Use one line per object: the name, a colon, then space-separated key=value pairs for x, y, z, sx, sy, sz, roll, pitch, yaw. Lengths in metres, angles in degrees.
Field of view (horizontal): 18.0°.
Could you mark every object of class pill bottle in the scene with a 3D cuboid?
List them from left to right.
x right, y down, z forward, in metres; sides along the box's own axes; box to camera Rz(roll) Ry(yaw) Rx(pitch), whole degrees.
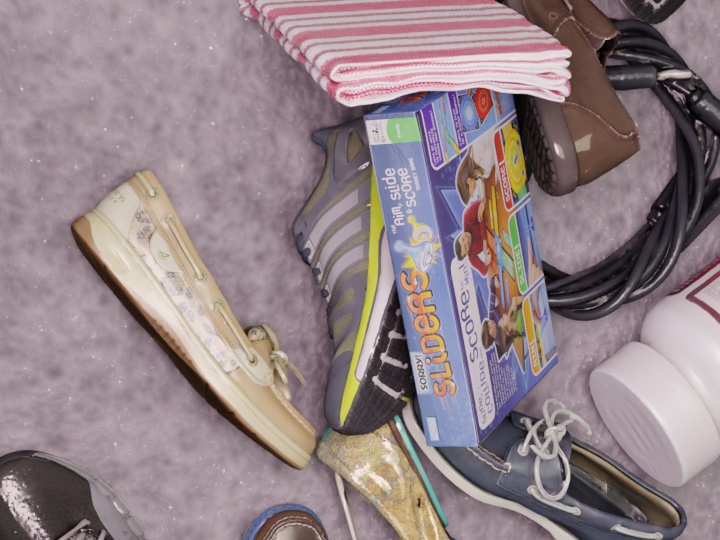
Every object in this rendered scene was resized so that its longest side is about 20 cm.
pill bottle: x=0.248 y=0.043 z=1.437 sx=0.200 sy=0.110 sz=0.110 roll=-36 pitch=101 yaw=-15

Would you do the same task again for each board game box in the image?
board game box: x=0.062 y=-0.015 z=1.330 sx=0.135 sy=0.034 sz=0.201 roll=-37 pitch=120 yaw=-58

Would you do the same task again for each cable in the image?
cable: x=0.146 y=-0.065 z=1.433 sx=0.200 sy=0.051 sz=0.163 roll=-42 pitch=103 yaw=-14

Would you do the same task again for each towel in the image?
towel: x=0.022 y=-0.135 z=1.319 sx=0.146 sy=0.200 sz=0.030 roll=-4 pitch=112 yaw=-18

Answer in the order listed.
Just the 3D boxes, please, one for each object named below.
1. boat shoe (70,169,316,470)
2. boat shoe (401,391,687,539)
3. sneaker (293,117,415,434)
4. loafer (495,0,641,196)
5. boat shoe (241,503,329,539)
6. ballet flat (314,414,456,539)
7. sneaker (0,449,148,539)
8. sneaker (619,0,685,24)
boat shoe: x=-0.086 y=0.032 z=1.340 sx=0.063 sy=0.073 sz=0.200 roll=-42 pitch=102 yaw=-12
boat shoe: x=0.115 y=0.122 z=1.400 sx=0.200 sy=0.062 sz=0.075 roll=37 pitch=36 yaw=-17
sneaker: x=0.000 y=0.000 z=1.357 sx=0.074 sy=0.081 sz=0.201 roll=35 pitch=60 yaw=-57
loafer: x=0.121 y=-0.136 z=1.383 sx=0.071 sy=0.073 sz=0.201 roll=-10 pitch=66 yaw=-8
boat shoe: x=-0.037 y=0.241 z=1.356 sx=0.072 sy=0.072 sz=0.201 roll=1 pitch=90 yaw=-19
ballet flat: x=0.036 y=0.174 z=1.390 sx=0.071 sy=0.071 sz=0.200 roll=-32 pitch=98 yaw=-16
sneaker: x=-0.134 y=0.182 z=1.301 sx=0.075 sy=0.115 sz=0.200 roll=-46 pitch=104 yaw=-14
sneaker: x=0.147 y=-0.232 z=1.415 sx=0.074 sy=0.081 sz=0.200 roll=-45 pitch=128 yaw=0
